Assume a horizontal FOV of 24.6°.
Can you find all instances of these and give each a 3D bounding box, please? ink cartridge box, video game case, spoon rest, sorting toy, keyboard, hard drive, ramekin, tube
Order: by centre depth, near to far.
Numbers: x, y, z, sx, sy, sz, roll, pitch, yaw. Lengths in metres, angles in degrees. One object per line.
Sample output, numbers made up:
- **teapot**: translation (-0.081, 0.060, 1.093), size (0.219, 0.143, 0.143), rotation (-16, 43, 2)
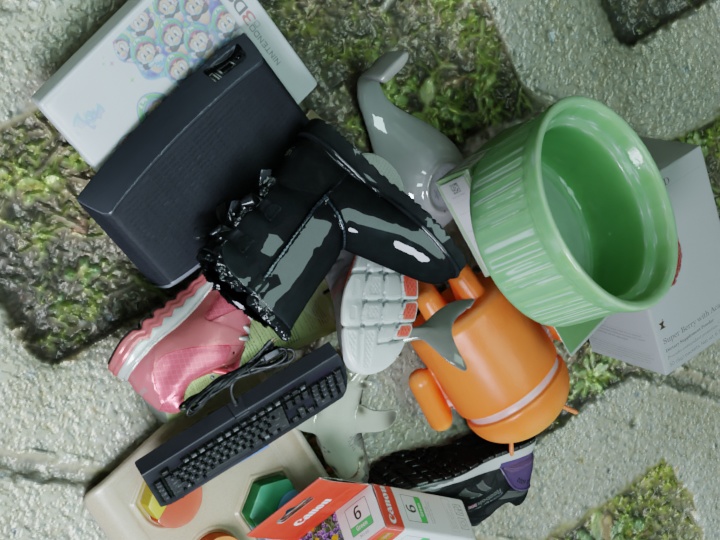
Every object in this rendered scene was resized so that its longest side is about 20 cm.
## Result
- **video game case**: translation (-0.152, -0.152, 1.394), size (0.200, 0.024, 0.182), rotation (-46, 131, -9)
- **hard drive**: translation (-0.130, -0.087, 1.397), size (0.200, 0.042, 0.135), rotation (-46, 131, -10)
- **keyboard**: translation (-0.102, 0.124, 1.418), size (0.199, 0.021, 0.128), rotation (-32, 142, -10)
- **tube**: translation (-0.105, 0.066, 1.479), size (0.199, 0.052, 0.058), rotation (-33, 134, -22)
- **ramekin**: translation (0.189, -0.046, 1.491), size (0.199, 0.097, 0.202), rotation (22, 57, -39)
- **sorting toy**: translation (-0.128, 0.209, 1.503), size (0.200, 0.036, 0.186), rotation (-40, 118, -19)
- **ink cartridge box**: translation (0.003, 0.249, 1.530), size (0.109, 0.051, 0.199), rotation (-40, 144, 28)
- **spoon rest**: translation (0.046, -0.119, 1.542), size (0.099, 0.060, 0.201), rotation (-46, 132, -25)
- **ink cartridge box**: translation (0.166, -0.029, 1.568), size (0.145, 0.048, 0.201), rotation (-38, 103, -50)

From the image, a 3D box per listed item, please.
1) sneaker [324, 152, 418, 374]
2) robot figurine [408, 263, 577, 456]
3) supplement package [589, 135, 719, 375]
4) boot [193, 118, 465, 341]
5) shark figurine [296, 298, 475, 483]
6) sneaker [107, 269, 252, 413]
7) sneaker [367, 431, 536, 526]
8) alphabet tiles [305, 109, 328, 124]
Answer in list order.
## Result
- **sneaker**: translation (0.000, 0.000, 1.484), size (0.077, 0.082, 0.202), rotation (14, 68, -30)
- **robot figurine**: translation (0.123, 0.083, 1.581), size (0.201, 0.116, 0.144), rotation (54, 53, -16)
- **supplement package**: translation (0.288, -0.018, 1.671), size (0.121, 0.119, 0.201), rotation (-30, 114, -24)
- **boot**: translation (-0.028, -0.012, 1.389), size (0.198, 0.073, 0.163), rotation (42, 73, -9)
- **shark figurine**: translation (0.004, 0.091, 1.519), size (0.127, 0.090, 0.215), rotation (29, 119, -12)
- **sneaker**: translation (-0.122, 0.045, 1.427), size (0.200, 0.074, 0.087), rotation (-42, 87, -17)
- **sneaker**: translation (0.092, 0.220, 1.626), size (0.198, 0.076, 0.088), rotation (-12, 112, -30)
- **alphabet tiles**: translation (-0.048, -0.043, 1.522), size (0.200, 0.006, 0.167), rotation (40, 78, -32)
